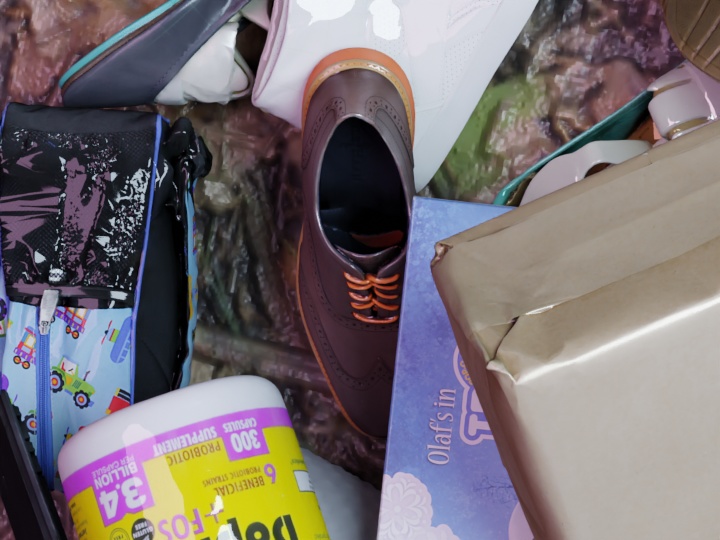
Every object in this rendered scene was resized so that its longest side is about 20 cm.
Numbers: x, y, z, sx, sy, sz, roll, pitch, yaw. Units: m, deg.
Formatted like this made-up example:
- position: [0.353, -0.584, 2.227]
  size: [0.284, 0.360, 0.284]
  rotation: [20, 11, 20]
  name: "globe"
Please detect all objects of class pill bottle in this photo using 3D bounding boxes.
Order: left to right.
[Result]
- position: [-0.054, 0.154, 1.105]
  size: [0.104, 0.104, 0.201]
  rotation: [-25, 78, 27]
  name: "pill bottle"

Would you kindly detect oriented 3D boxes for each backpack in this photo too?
- position: [-0.146, 0.020, 1.288]
  size: [0.133, 0.183, 0.202]
  rotation: [3, 92, -3]
  name: "backpack"

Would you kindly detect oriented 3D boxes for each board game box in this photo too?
- position: [0.110, 0.077, 1.144]
  size: [0.197, 0.043, 0.202]
  rotation: [5, 79, 3]
  name: "board game box"

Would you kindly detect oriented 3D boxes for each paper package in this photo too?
- position: [0.149, 0.051, 1.018]
  size: [0.190, 0.201, 0.104]
  rotation: [-24, 36, -3]
  name: "paper package"

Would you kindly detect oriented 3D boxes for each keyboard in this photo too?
- position: [-0.131, 0.162, 1.170]
  size: [0.128, 0.020, 0.201]
  rotation: [97, 155, -49]
  name: "keyboard"

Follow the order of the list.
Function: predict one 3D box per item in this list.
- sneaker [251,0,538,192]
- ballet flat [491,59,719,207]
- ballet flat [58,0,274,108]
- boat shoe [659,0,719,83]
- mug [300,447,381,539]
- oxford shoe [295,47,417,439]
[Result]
- position: [0.023, -0.146, 1.233]
  size: [0.115, 0.074, 0.201]
  rotation: [26, 104, -14]
  name: "sneaker"
- position: [0.137, -0.053, 1.187]
  size: [0.200, 0.070, 0.068]
  rotation: [-37, 69, 24]
  name: "ballet flat"
- position: [-0.060, -0.129, 1.299]
  size: [0.200, 0.073, 0.073]
  rotation: [-39, 67, 3]
  name: "ballet flat"
- position: [0.167, -0.127, 1.135]
  size: [0.071, 0.064, 0.200]
  rotation: [-53, 35, 16]
  name: "boat shoe"
- position: [-0.022, 0.193, 1.238]
  size: [0.175, 0.148, 0.201]
  rotation: [25, 127, 20]
  name: "mug"
- position: [0.000, 0.000, 1.228]
  size: [0.071, 0.073, 0.201]
  rotation: [-6, 115, 5]
  name: "oxford shoe"
